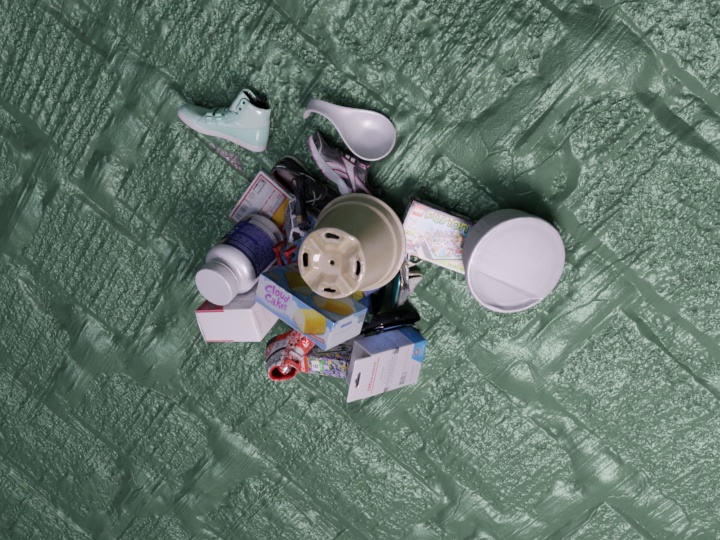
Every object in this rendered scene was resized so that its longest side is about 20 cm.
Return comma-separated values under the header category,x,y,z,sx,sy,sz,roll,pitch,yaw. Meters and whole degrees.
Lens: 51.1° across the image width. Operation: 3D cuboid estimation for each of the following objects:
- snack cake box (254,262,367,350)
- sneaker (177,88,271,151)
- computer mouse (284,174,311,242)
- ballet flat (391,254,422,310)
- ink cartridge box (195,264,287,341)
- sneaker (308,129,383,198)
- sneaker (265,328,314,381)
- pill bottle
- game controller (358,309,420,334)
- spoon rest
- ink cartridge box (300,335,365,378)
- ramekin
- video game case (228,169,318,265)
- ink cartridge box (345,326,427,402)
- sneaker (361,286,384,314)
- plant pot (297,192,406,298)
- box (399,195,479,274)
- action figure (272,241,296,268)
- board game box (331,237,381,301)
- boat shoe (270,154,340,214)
category,x,y,z,sx,sy,sz,roll,pitch,yaw
snack cake box,-0.100,0.067,1.499,0.199,0.115,0.068,31,120,26
sneaker,-0.277,-0.337,1.563,0.198,0.074,0.119,19,125,-2
computer mouse,-0.127,-0.115,1.562,0.043,0.200,0.111,-7,78,-13
ballet flat,0.100,-0.006,1.597,0.071,0.072,0.203,7,116,15
ink cartridge box,-0.247,0.070,1.659,0.145,0.200,0.084,-4,117,24
sneaker,-0.025,-0.211,1.550,0.086,0.080,0.201,-34,104,10
sneaker,-0.124,0.163,1.622,0.200,0.109,0.067,-32,125,21
pill bottle,-0.259,-0.021,1.606,0.118,0.200,0.121,15,130,19
game controller,0.051,0.116,1.598,0.104,0.199,0.043,-27,79,25
spoon rest,-0.023,-0.289,1.502,0.198,0.061,0.100,26,82,8
ink cartridge box,-0.096,0.184,1.718,0.197,0.109,0.051,6,122,16
ramekin,0.290,-0.027,1.473,0.200,0.094,0.205,-4,115,-9
video game case,-0.180,-0.107,1.669,0.200,0.017,0.143,41,119,-2
ink cartridge box,0.041,0.202,1.634,0.067,0.198,0.117,39,128,42
sneaker,0.000,0.000,1.637,0.078,0.066,0.202,1,115,32
plant pot,-0.029,-0.034,1.444,0.198,0.183,0.203,5,106,17
box,0.175,-0.064,1.523,0.198,0.035,0.111,19,110,-8
action figure,-0.140,0.034,1.635,0.065,0.052,0.202,15,127,36
board game box,-0.053,0.014,1.616,0.199,0.034,0.136,-30,94,42
boat shoe,-0.105,-0.160,1.593,0.199,0.068,0.072,39,118,-4
